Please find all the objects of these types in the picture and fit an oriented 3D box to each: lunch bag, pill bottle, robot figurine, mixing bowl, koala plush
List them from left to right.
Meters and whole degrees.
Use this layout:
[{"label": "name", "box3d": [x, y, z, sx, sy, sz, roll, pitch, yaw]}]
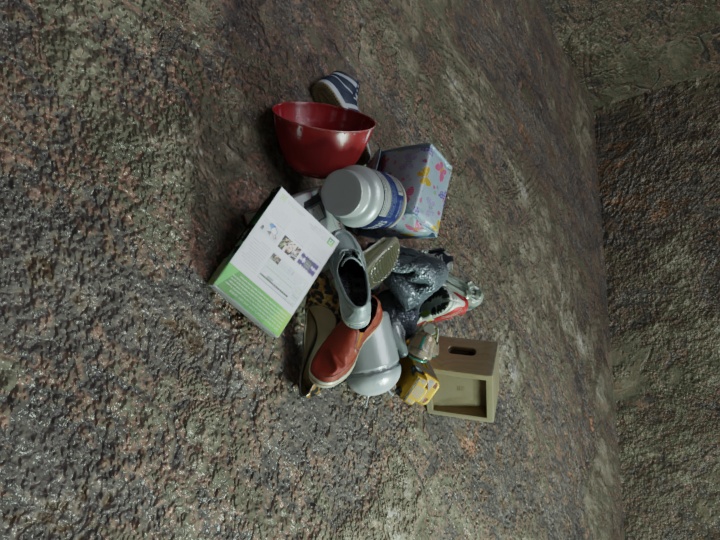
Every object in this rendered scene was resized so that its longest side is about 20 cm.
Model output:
[{"label": "mixing bowl", "box3d": [-0.076, -0.240, 1.504, 0.200, 0.197, 0.110, -34, 140, -58]}, {"label": "pill bottle", "box3d": [0.005, -0.134, 1.479, 0.199, 0.109, 0.113, 0, 79, -67]}, {"label": "robot figurine", "box3d": [0.015, 0.153, 1.547, 0.167, 0.113, 0.204, -13, 90, -23]}, {"label": "lunch bag", "box3d": [0.071, -0.159, 1.658, 0.127, 0.198, 0.172, 35, 64, -43]}, {"label": "koala plush", "box3d": [0.080, 0.064, 1.662, 0.177, 0.180, 0.204, -62, 162, -76]}]

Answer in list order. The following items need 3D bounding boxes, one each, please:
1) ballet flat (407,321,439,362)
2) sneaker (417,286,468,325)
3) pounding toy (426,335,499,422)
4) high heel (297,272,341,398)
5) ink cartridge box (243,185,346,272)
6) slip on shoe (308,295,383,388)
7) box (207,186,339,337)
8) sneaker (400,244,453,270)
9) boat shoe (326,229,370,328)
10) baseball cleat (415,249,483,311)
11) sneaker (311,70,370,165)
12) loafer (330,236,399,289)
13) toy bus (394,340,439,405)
[{"label": "ballet flat", "box3d": [0.132, 0.140, 1.594, 0.200, 0.067, 0.068, -13, 123, -86]}, {"label": "sneaker", "box3d": [0.160, 0.088, 1.747, 0.084, 0.199, 0.079, 14, 75, -29]}, {"label": "pounding toy", "box3d": [0.212, 0.216, 1.807, 0.143, 0.196, 0.186, -68, 157, -45]}, {"label": "high heel", "box3d": [-0.077, 0.118, 1.399, 0.143, 0.070, 0.203, -63, 157, -55]}, {"label": "ink cartridge box", "box3d": [-0.108, -0.063, 1.449, 0.199, 0.084, 0.150, -33, 107, -58]}, {"label": "slip on shoe", "box3d": [-0.025, 0.117, 1.371, 0.200, 0.073, 0.062, -50, 154, -33]}, {"label": "box", "box3d": [-0.140, -0.014, 1.313, 0.144, 0.036, 0.202, 42, 68, -24]}, {"label": "sneaker", "box3d": [0.142, -0.023, 1.821, 0.199, 0.128, 0.081, 36, 48, -49]}, {"label": "boat shoe", "box3d": [-0.015, -0.001, 1.378, 0.072, 0.069, 0.203, 103, -21, -53]}, {"label": "baseball cleat", "box3d": [0.173, 0.033, 1.771, 0.198, 0.107, 0.070, 34, 53, -3]}, {"label": "sneaker", "box3d": [-0.023, -0.332, 1.712, 0.202, 0.069, 0.109, 59, 35, -20]}, {"label": "loafer", "box3d": [0.000, 0.000, 1.511, 0.200, 0.068, 0.076, -45, 147, -27]}, {"label": "toy bus", "box3d": [0.108, 0.213, 1.641, 0.078, 0.066, 0.200, 34, 11, -15]}]
